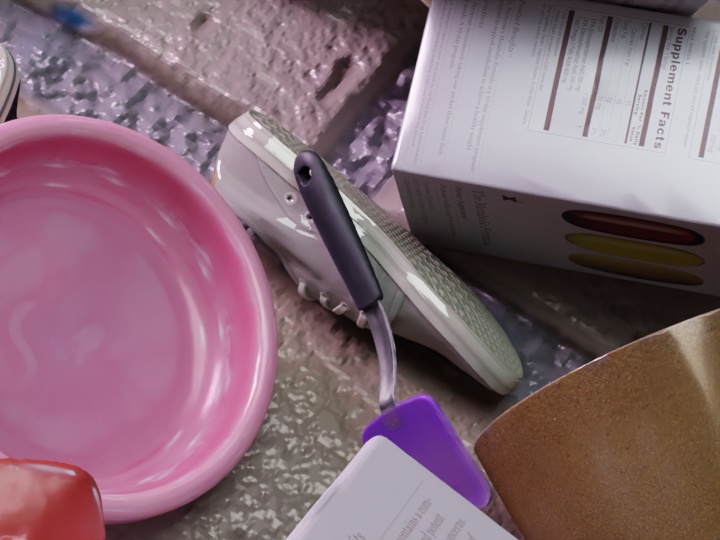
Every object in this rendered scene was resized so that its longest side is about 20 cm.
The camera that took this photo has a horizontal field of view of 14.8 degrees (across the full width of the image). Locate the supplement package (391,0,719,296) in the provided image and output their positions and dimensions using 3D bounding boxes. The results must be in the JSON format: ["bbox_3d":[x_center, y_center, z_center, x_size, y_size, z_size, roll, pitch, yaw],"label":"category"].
[{"bbox_3d":[0.128,-0.065,1.419,0.199,0.114,0.110,10,73,11],"label":"supplement package"}]

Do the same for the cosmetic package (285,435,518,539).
[{"bbox_3d":[0.019,0.210,1.143,0.200,0.167,0.167,38,24,4],"label":"cosmetic package"}]

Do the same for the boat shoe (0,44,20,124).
[{"bbox_3d":[-0.224,-0.024,1.376,0.074,0.062,0.200,18,65,15],"label":"boat shoe"}]

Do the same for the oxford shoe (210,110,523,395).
[{"bbox_3d":[0.000,0.000,1.422,0.200,0.075,0.058,40,99,7],"label":"oxford shoe"}]

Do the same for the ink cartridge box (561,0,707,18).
[{"bbox_3d":[0.077,-0.186,1.396,0.199,0.146,0.083,13,78,-7],"label":"ink cartridge box"}]

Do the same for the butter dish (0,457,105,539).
[{"bbox_3d":[-0.217,0.175,1.183,0.199,0.148,0.201,-2,95,-20],"label":"butter dish"}]

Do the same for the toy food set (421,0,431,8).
[{"bbox_3d":[0.102,-0.215,1.506,0.197,0.049,0.201,12,76,-7],"label":"toy food set"}]

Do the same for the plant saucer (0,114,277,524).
[{"bbox_3d":[-0.136,0.026,1.332,0.200,0.051,0.201,12,66,-29],"label":"plant saucer"}]

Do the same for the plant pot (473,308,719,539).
[{"bbox_3d":[0.177,0.137,1.297,0.186,0.186,0.201,-16,73,-24],"label":"plant pot"}]

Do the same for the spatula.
[{"bbox_3d":[0.007,0.032,1.367,0.021,0.056,0.201,-5,69,-47],"label":"spatula"}]
